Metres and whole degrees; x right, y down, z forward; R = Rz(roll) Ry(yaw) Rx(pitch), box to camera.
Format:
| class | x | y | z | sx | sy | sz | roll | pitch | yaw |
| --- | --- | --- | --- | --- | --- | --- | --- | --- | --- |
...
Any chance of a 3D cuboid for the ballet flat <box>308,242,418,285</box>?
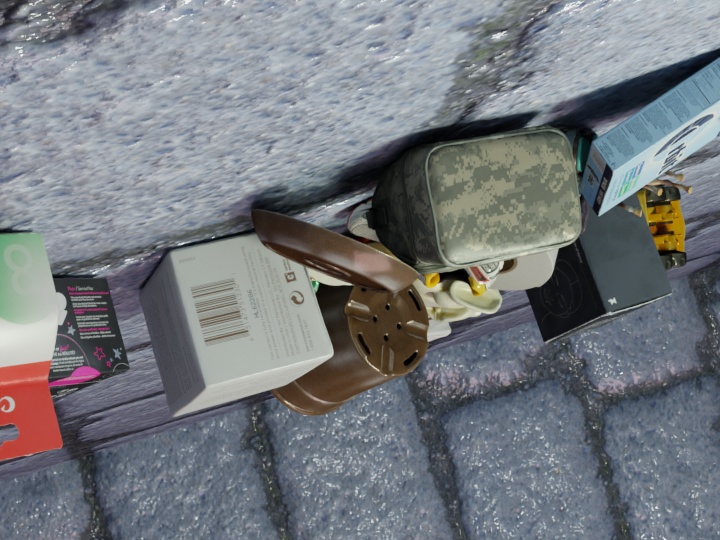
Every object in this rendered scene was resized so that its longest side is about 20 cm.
| class | x | y | z | sx | sy | sz | roll | pitch | yaw |
| --- | --- | --- | --- | --- | --- | --- | --- | --- | --- |
| ballet flat | 0.000 | 0.000 | 1.583 | 0.197 | 0.063 | 0.069 | 5 | 128 | -13 |

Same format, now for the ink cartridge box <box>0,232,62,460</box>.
| class | x | y | z | sx | sy | sz | roll | pitch | yaw |
| --- | --- | --- | --- | --- | --- | --- | --- | --- | --- |
| ink cartridge box | -0.337 | 0.068 | 1.128 | 0.050 | 0.203 | 0.160 | -24 | 169 | 35 |

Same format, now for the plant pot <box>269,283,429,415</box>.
| class | x | y | z | sx | sy | sz | roll | pitch | yaw |
| --- | --- | --- | --- | --- | --- | --- | --- | --- | --- |
| plant pot | -0.018 | 0.090 | 1.794 | 0.199 | 0.203 | 0.197 | -9 | 172 | -41 |

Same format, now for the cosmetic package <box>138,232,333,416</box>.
| class | x | y | z | sx | sy | sz | roll | pitch | yaw |
| --- | --- | --- | --- | --- | --- | --- | --- | --- | --- |
| cosmetic package | -0.157 | 0.063 | 1.534 | 0.164 | 0.170 | 0.200 | -13 | 170 | -24 |

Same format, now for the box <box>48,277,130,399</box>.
| class | x | y | z | sx | sy | sz | roll | pitch | yaw |
| --- | --- | --- | --- | --- | --- | --- | --- | --- | --- |
| box | -0.376 | 0.079 | 1.389 | 0.131 | 0.116 | 0.199 | -21 | 169 | 29 |

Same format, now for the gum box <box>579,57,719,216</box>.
| class | x | y | z | sx | sy | sz | roll | pitch | yaw |
| --- | --- | --- | --- | --- | --- | --- | --- | --- | --- |
| gum box | 0.342 | -0.154 | 1.407 | 0.199 | 0.045 | 0.170 | -33 | 166 | -3 |

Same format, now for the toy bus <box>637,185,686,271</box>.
| class | x | y | z | sx | sy | sz | roll | pitch | yaw |
| --- | --- | --- | --- | --- | --- | --- | --- | --- | --- |
| toy bus | 0.426 | -0.060 | 2.068 | 0.190 | 0.138 | 0.199 | -8 | 179 | 31 |

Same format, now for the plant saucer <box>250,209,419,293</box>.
| class | x | y | z | sx | sy | sz | roll | pitch | yaw |
| --- | --- | --- | --- | --- | --- | --- | --- | --- | --- |
| plant saucer | -0.032 | -0.016 | 1.380 | 0.198 | 0.032 | 0.200 | 20 | 173 | 2 |

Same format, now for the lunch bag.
| class | x | y | z | sx | sy | sz | roll | pitch | yaw |
| --- | --- | --- | --- | --- | --- | --- | --- | --- | --- |
| lunch bag | 0.123 | -0.077 | 1.384 | 0.198 | 0.141 | 0.167 | -12 | -174 | -24 |

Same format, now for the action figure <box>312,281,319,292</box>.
| class | x | y | z | sx | sy | sz | roll | pitch | yaw |
| --- | --- | --- | --- | --- | --- | --- | --- | --- | --- |
| action figure | -0.103 | 0.024 | 1.678 | 0.055 | 0.118 | 0.200 | -39 | 178 | -41 |

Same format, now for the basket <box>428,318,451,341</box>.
| class | x | y | z | sx | sy | sz | roll | pitch | yaw |
| --- | --- | --- | --- | --- | --- | --- | --- | --- | --- |
| basket | 0.027 | 0.079 | 2.096 | 0.198 | 0.125 | 0.135 | -22 | 170 | 29 |

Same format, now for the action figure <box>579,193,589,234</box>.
| class | x | y | z | sx | sy | sz | roll | pitch | yaw |
| --- | --- | --- | --- | --- | --- | --- | --- | --- | --- |
| action figure | 0.189 | -0.084 | 1.625 | 0.197 | 0.071 | 0.130 | 2 | 178 | -11 |

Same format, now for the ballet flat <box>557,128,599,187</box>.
| class | x | y | z | sx | sy | sz | roll | pitch | yaw |
| --- | --- | --- | --- | --- | --- | --- | --- | --- | --- |
| ballet flat | 0.249 | -0.137 | 1.504 | 0.073 | 0.075 | 0.200 | -21 | 168 | 18 |

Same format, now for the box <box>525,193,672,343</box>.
| class | x | y | z | sx | sy | sz | roll | pitch | yaw |
| --- | --- | --- | --- | --- | --- | --- | --- | --- | --- |
| box | 0.327 | -0.021 | 1.844 | 0.122 | 0.203 | 0.197 | -15 | 171 | -21 |

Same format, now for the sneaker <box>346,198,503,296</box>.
| class | x | y | z | sx | sy | sz | roll | pitch | yaw |
| --- | --- | --- | --- | --- | --- | --- | --- | --- | --- |
| sneaker | 0.073 | -0.029 | 1.503 | 0.198 | 0.083 | 0.078 | 18 | 163 | 17 |

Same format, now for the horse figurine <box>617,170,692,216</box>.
| class | x | y | z | sx | sy | sz | roll | pitch | yaw |
| --- | --- | --- | --- | --- | --- | --- | --- | --- | --- |
| horse figurine | 0.352 | -0.125 | 1.650 | 0.132 | 0.051 | 0.199 | 27 | -145 | 35 |

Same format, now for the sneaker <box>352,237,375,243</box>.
| class | x | y | z | sx | sy | sz | roll | pitch | yaw |
| --- | --- | --- | --- | --- | --- | --- | --- | --- | --- |
| sneaker | 0.064 | -0.033 | 1.696 | 0.198 | 0.078 | 0.085 | -19 | 156 | -23 |

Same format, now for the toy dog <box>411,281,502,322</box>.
| class | x | y | z | sx | sy | sz | roll | pitch | yaw |
| --- | --- | --- | --- | --- | --- | --- | --- | --- | --- |
| toy dog | 0.103 | 0.016 | 1.852 | 0.191 | 0.142 | 0.200 | 0 | 165 | -17 |

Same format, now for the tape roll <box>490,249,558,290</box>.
| class | x | y | z | sx | sy | sz | roll | pitch | yaw |
| --- | --- | --- | --- | --- | --- | --- | --- | --- | --- |
| tape roll | 0.150 | -0.037 | 1.587 | 0.200 | 0.037 | 0.203 | 16 | 156 | 7 |
